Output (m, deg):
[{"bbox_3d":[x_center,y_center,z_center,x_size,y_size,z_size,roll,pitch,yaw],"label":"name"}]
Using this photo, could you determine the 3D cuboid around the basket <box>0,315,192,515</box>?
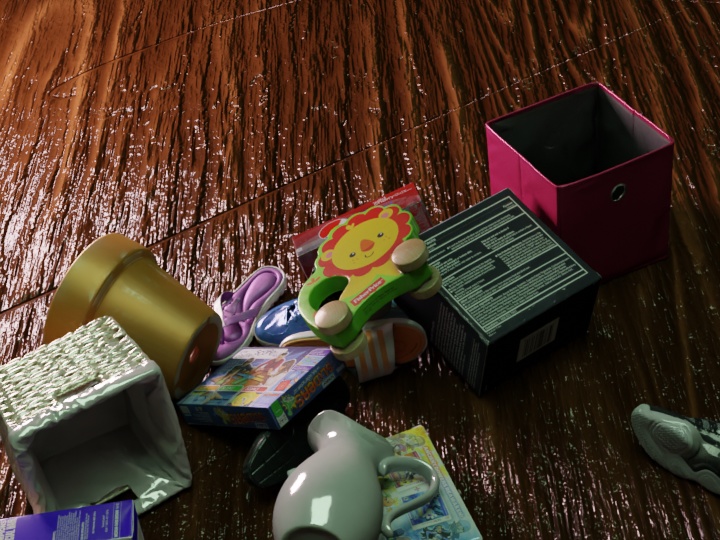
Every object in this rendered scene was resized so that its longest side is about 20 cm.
[{"bbox_3d":[-0.338,0.195,1.683,0.197,0.202,0.161,-26,40,-22],"label":"basket"}]

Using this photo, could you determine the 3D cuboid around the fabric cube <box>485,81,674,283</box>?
[{"bbox_3d":[0.310,-0.114,1.954,0.194,0.201,0.200,-21,40,-17],"label":"fabric cube"}]

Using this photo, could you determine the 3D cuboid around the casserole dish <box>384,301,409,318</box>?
[{"bbox_3d":[0.067,0.018,1.962,0.120,0.039,0.201,10,43,22],"label":"casserole dish"}]

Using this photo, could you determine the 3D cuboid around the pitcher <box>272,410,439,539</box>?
[{"bbox_3d":[-0.004,0.261,1.552,0.170,0.122,0.200,14,32,7],"label":"pitcher"}]

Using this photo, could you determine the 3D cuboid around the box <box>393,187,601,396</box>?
[{"bbox_3d":[0.179,0.025,1.839,0.199,0.124,0.199,-27,57,-23],"label":"box"}]

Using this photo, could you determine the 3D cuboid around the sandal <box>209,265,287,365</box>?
[{"bbox_3d":[-0.176,0.053,1.948,0.082,0.050,0.203,10,44,24],"label":"sandal"}]

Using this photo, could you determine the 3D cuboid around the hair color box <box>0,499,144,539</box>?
[{"bbox_3d":[-0.348,0.335,1.583,0.198,0.110,0.065,-9,38,-2],"label":"hair color box"}]

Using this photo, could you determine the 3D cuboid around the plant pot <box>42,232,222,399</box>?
[{"bbox_3d":[-0.292,0.079,1.841,0.182,0.201,0.201,25,47,15],"label":"plant pot"}]

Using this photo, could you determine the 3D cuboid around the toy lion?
[{"bbox_3d":[0.000,0.000,1.766,0.199,0.069,0.191,-39,36,-10],"label":"toy lion"}]

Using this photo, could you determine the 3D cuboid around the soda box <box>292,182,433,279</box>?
[{"bbox_3d":[0.004,-0.050,1.991,0.198,0.064,0.070,-24,28,3],"label":"soda box"}]

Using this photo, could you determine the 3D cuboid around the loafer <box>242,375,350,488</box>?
[{"bbox_3d":[-0.090,0.207,1.741,0.072,0.073,0.200,-21,16,45],"label":"loafer"}]

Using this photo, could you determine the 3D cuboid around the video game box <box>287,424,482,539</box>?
[{"bbox_3d":[0.027,0.288,1.628,0.180,0.047,0.201,-19,40,-8],"label":"video game box"}]

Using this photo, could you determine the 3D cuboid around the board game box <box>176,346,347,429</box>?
[{"bbox_3d":[-0.129,0.148,1.768,0.199,0.035,0.135,-4,29,49],"label":"board game box"}]

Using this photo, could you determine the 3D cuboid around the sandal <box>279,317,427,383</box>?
[{"bbox_3d":[-0.010,0.117,1.828,0.204,0.080,0.060,-9,39,13],"label":"sandal"}]

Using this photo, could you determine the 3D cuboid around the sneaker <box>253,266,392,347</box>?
[{"bbox_3d":[-0.065,0.039,1.872,0.198,0.112,0.077,-14,53,12],"label":"sneaker"}]

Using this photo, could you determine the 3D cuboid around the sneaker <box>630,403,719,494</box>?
[{"bbox_3d":[0.430,0.200,1.648,0.199,0.076,0.114,29,50,29],"label":"sneaker"}]
